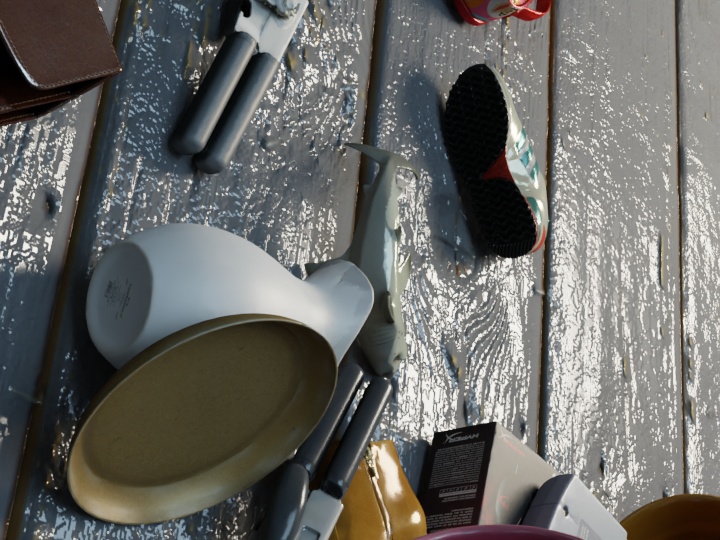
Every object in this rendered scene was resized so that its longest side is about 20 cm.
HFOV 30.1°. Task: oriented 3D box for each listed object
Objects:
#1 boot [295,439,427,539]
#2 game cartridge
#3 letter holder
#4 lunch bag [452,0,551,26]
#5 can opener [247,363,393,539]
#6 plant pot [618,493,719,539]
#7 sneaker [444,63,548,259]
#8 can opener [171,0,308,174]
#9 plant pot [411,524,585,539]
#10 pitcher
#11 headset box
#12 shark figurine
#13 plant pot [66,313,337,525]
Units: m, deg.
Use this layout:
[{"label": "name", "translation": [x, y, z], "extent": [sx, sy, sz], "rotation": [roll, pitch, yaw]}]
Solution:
[{"label": "boot", "translation": [-0.028, 0.210, 1.042], "extent": [0.201, 0.071, 0.144], "rotation": [-11, 73, -45]}, {"label": "game cartridge", "translation": [0.174, 0.282, 1.142], "extent": [0.133, 0.040, 0.200], "rotation": [51, 43, -31]}, {"label": "letter holder", "translation": [-0.272, -0.197, 0.882], "extent": [0.142, 0.100, 0.200], "rotation": [-24, 95, -48]}, {"label": "lunch bag", "translation": [0.154, -0.352, 1.438], "extent": [0.176, 0.082, 0.200], "rotation": [60, 41, -14]}, {"label": "can opener", "translation": [-0.025, 0.143, 1.012], "extent": [0.053, 0.067, 0.200], "rotation": [26, 49, 3]}, {"label": "plant pot", "translation": [0.345, 0.351, 1.321], "extent": [0.183, 0.200, 0.201], "rotation": [51, 42, -44]}, {"label": "sneaker", "translation": [0.143, -0.108, 1.358], "extent": [0.093, 0.070, 0.200], "rotation": [0, 73, -67]}, {"label": "can opener", "translation": [-0.100, -0.168, 1.104], "extent": [0.053, 0.066, 0.200], "rotation": [38, 59, -31]}, {"label": "plant pot", "translation": [0.102, 0.307, 0.970], "extent": [0.200, 0.200, 0.179], "rotation": [-20, 114, -50]}, {"label": "pitcher", "translation": [-0.102, 0.058, 0.977], "extent": [0.200, 0.121, 0.172], "rotation": [13, 95, -44]}, {"label": "headset box", "translation": [0.117, 0.257, 1.169], "extent": [0.149, 0.075, 0.200], "rotation": [41, 49, -33]}, {"label": "shark figurine", "translation": [-0.002, -0.020, 1.145], "extent": [0.128, 0.089, 0.215], "rotation": [49, 41, -76]}, {"label": "plant pot", "translation": [-0.109, 0.098, 0.910], "extent": [0.200, 0.200, 0.028], "rotation": [9, 36, -47]}]
